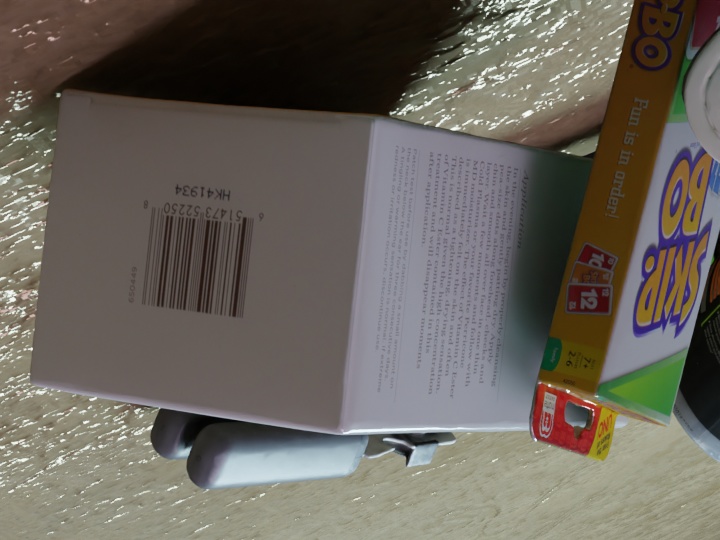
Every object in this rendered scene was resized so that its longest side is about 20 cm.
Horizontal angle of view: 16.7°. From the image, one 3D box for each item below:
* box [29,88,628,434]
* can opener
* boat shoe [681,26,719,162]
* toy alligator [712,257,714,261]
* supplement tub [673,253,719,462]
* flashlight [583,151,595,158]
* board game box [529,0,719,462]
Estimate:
[{"bbox_3d":[0.000,0.000,0.835,0.124,0.098,0.200,6,180,31],"label":"box"},{"bbox_3d":[-0.017,0.065,1.210,0.199,0.053,0.067,0,119,-53],"label":"can opener"},{"bbox_3d":[0.190,-0.091,0.791,0.201,0.072,0.060,-27,-164,-5],"label":"boat shoe"},{"bbox_3d":[0.138,-0.010,1.148,0.059,0.055,0.200,-5,156,-47],"label":"toy alligator"},{"bbox_3d":[0.240,0.022,1.264,0.122,0.123,0.200,-17,163,-20],"label":"supplement tub"},{"bbox_3d":[0.082,-0.018,1.030,0.199,0.068,0.068,-21,160,-4],"label":"flashlight"},{"bbox_3d":[0.103,-0.034,0.829,0.030,0.202,0.095,16,177,24],"label":"board game box"}]
